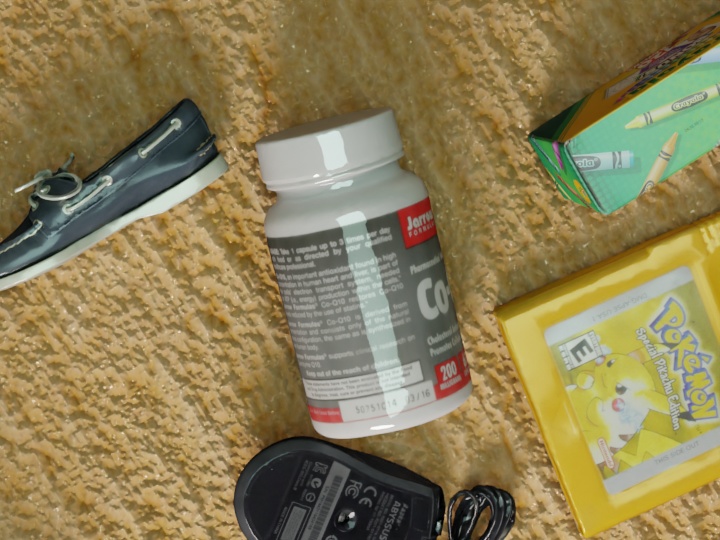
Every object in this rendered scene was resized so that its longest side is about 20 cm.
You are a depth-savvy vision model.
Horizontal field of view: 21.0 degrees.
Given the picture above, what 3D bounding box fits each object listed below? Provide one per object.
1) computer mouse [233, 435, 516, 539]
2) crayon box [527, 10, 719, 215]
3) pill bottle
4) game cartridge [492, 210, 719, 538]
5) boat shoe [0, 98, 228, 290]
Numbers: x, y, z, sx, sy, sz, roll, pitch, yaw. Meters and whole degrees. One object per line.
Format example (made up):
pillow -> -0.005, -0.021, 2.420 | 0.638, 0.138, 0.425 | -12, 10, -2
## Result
computer mouse -> -0.003, 0.177, 1.351 | 0.199, 0.053, 0.139 | 27, 94, -20
crayon box -> 0.219, -0.117, 1.302 | 0.199, 0.119, 0.059 | -32, 99, -2
pill bottle -> 0.000, 0.000, 1.294 | 0.113, 0.114, 0.202 | -14, 99, -4
game cartridge -> 0.215, 0.070, 1.369 | 0.198, 0.032, 0.178 | -23, 99, -2
boat shoe -> -0.185, -0.046, 1.287 | 0.199, 0.075, 0.062 | -29, 101, -4
